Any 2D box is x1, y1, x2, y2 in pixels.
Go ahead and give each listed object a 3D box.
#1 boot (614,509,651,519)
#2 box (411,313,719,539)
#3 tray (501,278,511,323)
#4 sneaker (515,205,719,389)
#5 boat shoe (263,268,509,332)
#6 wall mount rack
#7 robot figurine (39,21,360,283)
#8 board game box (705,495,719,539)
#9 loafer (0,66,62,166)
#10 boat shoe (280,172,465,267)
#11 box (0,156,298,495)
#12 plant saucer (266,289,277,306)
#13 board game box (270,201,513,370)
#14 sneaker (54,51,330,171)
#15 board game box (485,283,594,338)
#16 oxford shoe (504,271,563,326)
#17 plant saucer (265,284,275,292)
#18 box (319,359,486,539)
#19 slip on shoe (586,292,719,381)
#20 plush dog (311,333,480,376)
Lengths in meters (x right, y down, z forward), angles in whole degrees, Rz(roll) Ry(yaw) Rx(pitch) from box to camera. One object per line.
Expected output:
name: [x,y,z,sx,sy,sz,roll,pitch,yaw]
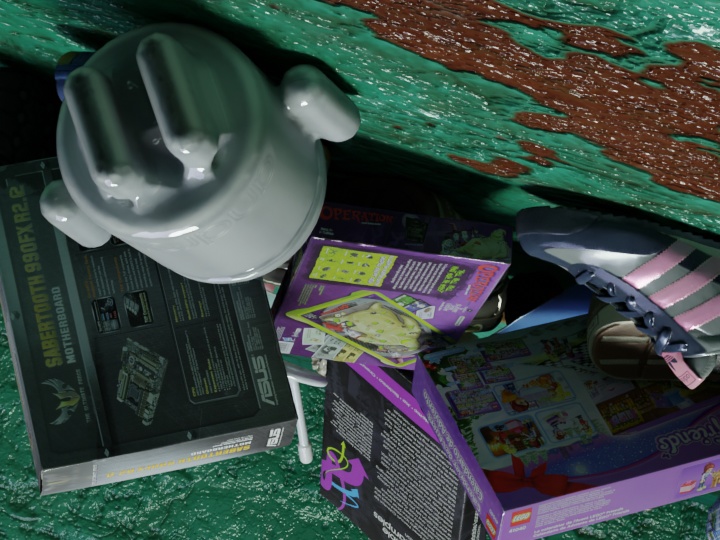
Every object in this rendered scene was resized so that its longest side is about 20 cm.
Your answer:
boot: [0.220,0.108,1.501,0.199,0.073,0.166,-25,155,11]
box: [0.149,0.090,1.348,0.199,0.039,0.137,-12,-134,-18]
tray: [0.012,-0.011,1.566,0.200,0.037,0.098,24,170,-40]
sneaker: [0.178,0.021,1.230,0.199,0.082,0.070,17,174,3]
boat shoe: [-0.001,0.002,1.430,0.201,0.072,0.061,7,127,11]
wall mount rack: [-0.110,0.079,1.534,0.199,0.075,0.174,20,180,25]
robot figurine: [-0.085,-0.057,1.115,0.169,0.113,0.200,-20,164,12]
board game box: [0.295,0.083,1.190,0.199,0.062,0.200,-25,167,-12]
loafer: [-0.209,-0.083,1.390,0.070,0.068,0.200,1,169,32]
boat shoe: [-0.024,-0.032,1.380,0.199,0.072,0.076,12,-177,32]
box: [-0.137,0.023,1.309,0.158,0.201,0.048,-11,159,-13]
plant saucer: [-0.144,0.002,1.487,0.200,0.039,0.201,23,176,2]
board game box: [0.012,0.014,1.321,0.119,0.032,0.200,12,157,-7]
sneaker: [-0.098,-0.061,1.236,0.200,0.089,0.075,25,171,-41]
board game box: [0.144,0.052,1.476,0.200,0.039,0.158,-33,138,25]
oxford shoe: [0.161,0.050,1.585,0.073,0.084,0.200,52,177,36]
plant saucer: [-0.150,-0.040,1.607,0.200,0.051,0.201,22,175,2]
box: [0.032,0.129,1.495,0.143,0.036,0.201,40,145,29]
slip on shoe: [0.240,0.038,1.336,0.199,0.061,0.076,3,131,5]
plush dog: [0.058,0.101,1.606,0.160,0.201,0.172,-25,-174,9]
